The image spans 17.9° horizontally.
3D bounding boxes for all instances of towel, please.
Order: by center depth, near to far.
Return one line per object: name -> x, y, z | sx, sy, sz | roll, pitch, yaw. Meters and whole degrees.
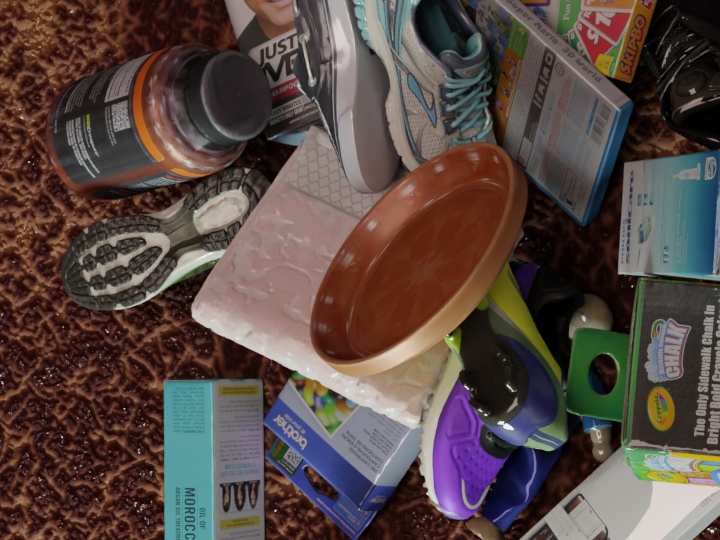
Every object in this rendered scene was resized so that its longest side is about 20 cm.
towel -> 0.000, 0.000, 1.748 | 0.199, 0.032, 0.192 | 25, 70, 15

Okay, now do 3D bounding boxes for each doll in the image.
doll -> 0.135, 0.109, 1.729 | 0.136, 0.048, 0.201 | 33, 96, 33

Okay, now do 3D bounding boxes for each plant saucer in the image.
plant saucer -> 0.045, -0.005, 1.648 | 0.200, 0.201, 0.032 | -40, 116, 20

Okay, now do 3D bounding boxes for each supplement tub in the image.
supplement tub -> -0.158, -0.120, 1.821 | 0.199, 0.106, 0.108 | -11, 83, 48

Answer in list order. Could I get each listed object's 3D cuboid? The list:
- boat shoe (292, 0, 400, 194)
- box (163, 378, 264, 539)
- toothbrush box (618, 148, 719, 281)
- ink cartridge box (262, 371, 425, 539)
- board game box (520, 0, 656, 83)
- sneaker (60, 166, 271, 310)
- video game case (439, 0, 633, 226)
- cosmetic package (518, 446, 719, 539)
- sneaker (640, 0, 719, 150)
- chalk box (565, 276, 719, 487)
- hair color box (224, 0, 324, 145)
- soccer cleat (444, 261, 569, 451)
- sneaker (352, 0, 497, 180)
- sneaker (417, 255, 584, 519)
boat shoe -> -0.018, -0.156, 1.738 | 0.067, 0.072, 0.201 | -9, 92, 35
box -> -0.117, 0.188, 1.837 | 0.049, 0.082, 0.202 | -2, 87, 28
toothbrush box -> 0.275, -0.033, 1.556 | 0.145, 0.200, 0.086 | 4, 90, -13
ink cartridge box -> 0.003, 0.101, 1.798 | 0.119, 0.042, 0.201 | 40, 107, 28
board game box -> 0.143, -0.208, 1.707 | 0.200, 0.030, 0.096 | 25, 100, 52
sneaker -> -0.146, -0.018, 1.851 | 0.199, 0.089, 0.077 | -21, 80, 13
video game case -> 0.116, -0.141, 1.713 | 0.200, 0.018, 0.143 | 44, 152, 21
cosmetic package -> 0.194, 0.189, 1.695 | 0.200, 0.051, 0.083 | -46, 72, 18
sneaker -> 0.238, -0.157, 1.652 | 0.076, 0.114, 0.200 | -41, 69, 18
chalk box -> 0.246, 0.081, 1.595 | 0.199, 0.124, 0.126 | 5, 76, 13
hair color box -> -0.051, -0.213, 1.828 | 0.099, 0.061, 0.201 | -22, 78, 24
soccer cleat -> 0.102, 0.051, 1.624 | 0.065, 0.084, 0.201 | -40, 35, 22
sneaker -> 0.061, -0.140, 1.702 | 0.086, 0.077, 0.201 | 2, 122, 54
sneaker -> 0.112, 0.090, 1.676 | 0.099, 0.069, 0.201 | 13, 85, 35
